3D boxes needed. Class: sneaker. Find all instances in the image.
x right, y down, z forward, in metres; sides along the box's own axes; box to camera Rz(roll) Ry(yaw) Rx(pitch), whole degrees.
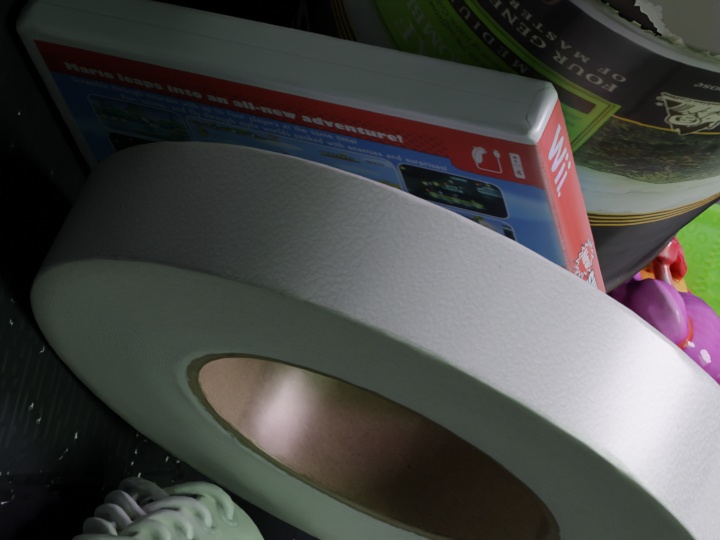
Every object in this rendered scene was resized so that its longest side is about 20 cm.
[{"bbox_3d":[-0.065,0.092,0.700,0.200,0.073,0.071,53,47,-73],"label":"sneaker"}]

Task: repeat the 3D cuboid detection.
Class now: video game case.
[{"bbox_3d":[0.000,0.000,0.676,0.200,0.142,0.017,68,41,-56],"label":"video game case"}]

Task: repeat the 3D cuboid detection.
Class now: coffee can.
[{"bbox_3d":[0.063,-0.085,0.655,0.147,0.146,0.200,-63,-174,-23],"label":"coffee can"}]

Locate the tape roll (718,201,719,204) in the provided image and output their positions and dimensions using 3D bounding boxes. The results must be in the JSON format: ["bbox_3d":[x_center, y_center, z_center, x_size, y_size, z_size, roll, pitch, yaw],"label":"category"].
[{"bbox_3d":[0.196,0.059,1.045,0.203,0.139,0.204,172,-90,-79],"label":"tape roll"}]

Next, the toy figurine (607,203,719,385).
[{"bbox_3d":[0.106,0.035,0.803,0.150,0.200,0.184,-39,-169,-6],"label":"toy figurine"}]

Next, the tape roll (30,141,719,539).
[{"bbox_3d":[0.009,0.036,0.650,0.037,0.202,0.203,-65,155,-19],"label":"tape roll"}]
